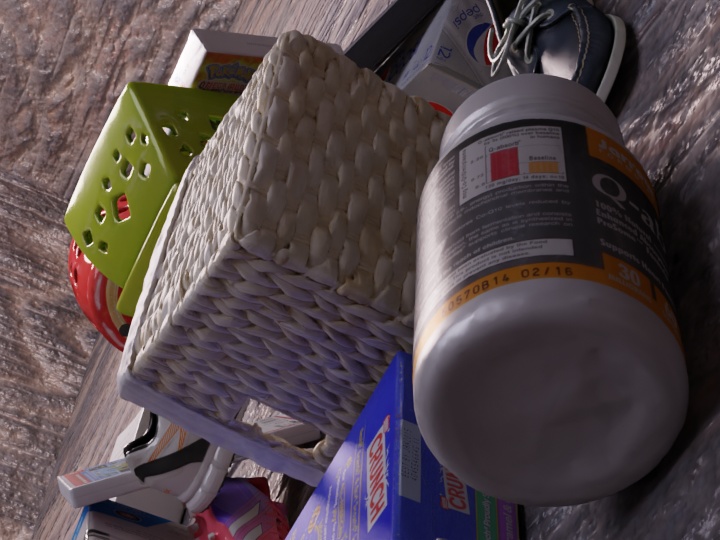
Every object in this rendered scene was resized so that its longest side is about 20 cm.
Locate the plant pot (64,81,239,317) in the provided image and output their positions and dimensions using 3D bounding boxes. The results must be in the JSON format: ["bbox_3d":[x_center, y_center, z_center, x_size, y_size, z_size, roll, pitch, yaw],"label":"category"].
[{"bbox_3d":[-0.169,-0.058,1.705,0.201,0.197,0.182,-59,43,31],"label":"plant pot"}]

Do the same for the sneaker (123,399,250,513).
[{"bbox_3d":[-0.112,0.074,1.204,0.074,0.079,0.202,170,123,-78],"label":"sneaker"}]

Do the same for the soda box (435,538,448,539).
[{"bbox_3d":[0.026,0.226,0.711,0.068,0.063,0.202,-122,54,-74],"label":"soda box"}]

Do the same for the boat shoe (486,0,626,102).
[{"bbox_3d":[0.113,-0.144,0.984,0.075,0.061,0.201,-60,15,24],"label":"boat shoe"}]

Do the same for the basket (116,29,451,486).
[{"bbox_3d":[-0.012,0.000,0.972,0.161,0.197,0.201,-51,20,41],"label":"basket"}]

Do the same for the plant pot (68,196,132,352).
[{"bbox_3d":[-0.253,0.010,2.006,0.202,0.199,0.182,-66,21,8],"label":"plant pot"}]

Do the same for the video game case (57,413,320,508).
[{"bbox_3d":[-0.141,0.151,1.311,0.143,0.198,0.018,168,88,-75],"label":"video game case"}]

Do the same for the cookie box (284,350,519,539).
[{"bbox_3d":[0.006,0.175,0.855,0.172,0.075,0.201,-85,21,-55],"label":"cookie box"}]

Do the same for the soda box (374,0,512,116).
[{"bbox_3d":[0.054,-0.137,1.220,0.069,0.063,0.200,-70,12,-19],"label":"soda box"}]

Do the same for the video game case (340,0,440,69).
[{"bbox_3d":[0.036,-0.196,1.250,0.200,0.026,0.181,-43,4,23],"label":"video game case"}]

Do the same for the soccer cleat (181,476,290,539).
[{"bbox_3d":[-0.076,0.203,1.209,0.200,0.076,0.067,-146,42,-64],"label":"soccer cleat"}]

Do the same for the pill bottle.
[{"bbox_3d":[0.082,0.000,0.739,0.201,0.115,0.117,-85,22,-54],"label":"pill bottle"}]

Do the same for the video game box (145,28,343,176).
[{"bbox_3d":[-0.128,-0.174,1.795,0.047,0.198,0.183,54,130,36],"label":"video game box"}]

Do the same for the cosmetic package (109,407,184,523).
[{"bbox_3d":[-0.241,0.262,1.759,0.113,0.081,0.201,-48,22,52],"label":"cosmetic package"}]

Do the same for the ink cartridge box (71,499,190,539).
[{"bbox_3d":[-0.155,0.259,1.237,0.200,0.145,0.085,-123,56,-76],"label":"ink cartridge box"}]
